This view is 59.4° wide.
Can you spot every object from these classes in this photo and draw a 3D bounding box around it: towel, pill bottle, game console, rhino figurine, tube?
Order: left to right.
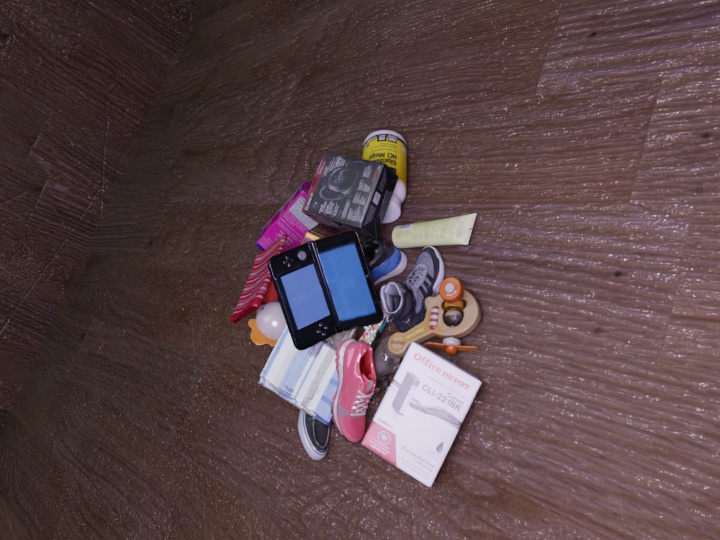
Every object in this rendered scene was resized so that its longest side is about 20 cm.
[{"bbox_3d":[-0.237,0.020,1.464,0.144,0.022,0.204,-30,35,50],"label":"towel"},{"bbox_3d":[-0.112,0.217,1.338,0.196,0.024,0.150,25,85,23],"label":"towel"},{"bbox_3d":[-0.072,0.041,1.291,0.118,0.169,0.206,-8,102,57],"label":"game console"},{"bbox_3d":[0.033,0.212,1.300,0.200,0.059,0.089,-47,45,26],"label":"rhino figurine"},{"bbox_3d":[0.056,-0.221,1.500,0.111,0.111,0.205,-22,52,36],"label":"pill bottle"},{"bbox_3d":[0.157,-0.079,1.359,0.196,0.051,0.060,-6,95,42],"label":"tube"}]

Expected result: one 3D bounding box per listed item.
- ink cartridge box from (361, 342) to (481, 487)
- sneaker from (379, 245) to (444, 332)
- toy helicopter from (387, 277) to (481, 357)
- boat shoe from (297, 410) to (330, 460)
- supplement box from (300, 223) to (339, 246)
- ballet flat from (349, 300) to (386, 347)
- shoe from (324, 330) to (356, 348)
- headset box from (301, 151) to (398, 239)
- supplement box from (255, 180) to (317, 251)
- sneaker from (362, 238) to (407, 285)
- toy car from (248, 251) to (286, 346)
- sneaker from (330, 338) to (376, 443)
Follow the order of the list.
[{"bbox_3d":[0.111,0.250,1.122,0.142,0.084,0.204,27,86,12],"label":"ink cartridge box"},{"bbox_3d":[0.105,0.029,1.291,0.074,0.113,0.205,-2,65,45],"label":"sneaker"},{"bbox_3d":[0.142,0.116,1.210,0.197,0.079,0.135,-30,59,15],"label":"toy helicopter"},{"bbox_3d":[-0.090,0.303,1.364,0.070,0.071,0.204,-37,42,30],"label":"boat shoe"},{"bbox_3d":[-0.074,-0.040,1.446,0.087,0.108,0.200,-64,-1,12],"label":"supplement box"},{"bbox_3d":[0.022,0.121,1.351,0.063,0.076,0.203,34,93,10],"label":"ballet flat"},{"bbox_3d":[-0.090,0.192,1.402,0.199,0.054,0.070,-43,28,-13],"label":"shoe"},{"bbox_3d":[-0.032,-0.172,1.416,0.196,0.077,0.153,16,81,36],"label":"headset box"},{"bbox_3d":[-0.176,-0.123,1.677,0.200,0.103,0.102,-44,17,16],"label":"supplement box"},{"bbox_3d":[0.000,-0.001,1.425,0.198,0.110,0.078,-31,46,30],"label":"sneaker"},{"bbox_3d":[-0.194,0.096,1.447,0.176,0.199,0.186,40,128,9],"label":"toy car"},{"bbox_3d":[-0.008,0.238,1.240,0.086,0.072,0.207,-8,82,51],"label":"sneaker"}]
